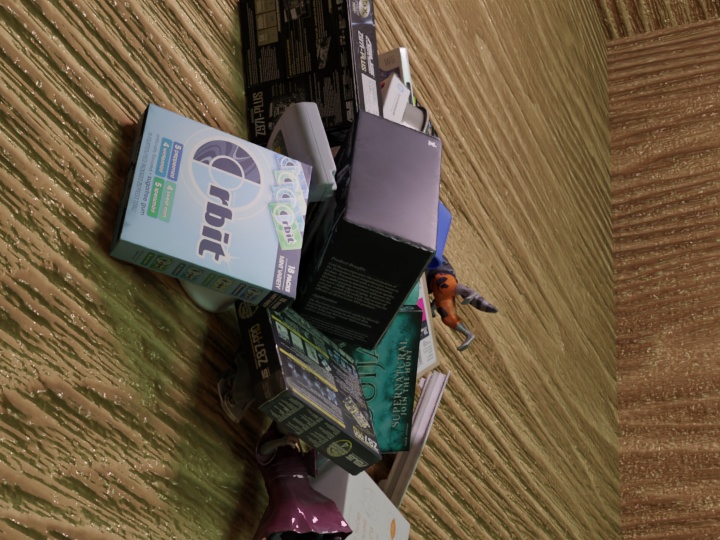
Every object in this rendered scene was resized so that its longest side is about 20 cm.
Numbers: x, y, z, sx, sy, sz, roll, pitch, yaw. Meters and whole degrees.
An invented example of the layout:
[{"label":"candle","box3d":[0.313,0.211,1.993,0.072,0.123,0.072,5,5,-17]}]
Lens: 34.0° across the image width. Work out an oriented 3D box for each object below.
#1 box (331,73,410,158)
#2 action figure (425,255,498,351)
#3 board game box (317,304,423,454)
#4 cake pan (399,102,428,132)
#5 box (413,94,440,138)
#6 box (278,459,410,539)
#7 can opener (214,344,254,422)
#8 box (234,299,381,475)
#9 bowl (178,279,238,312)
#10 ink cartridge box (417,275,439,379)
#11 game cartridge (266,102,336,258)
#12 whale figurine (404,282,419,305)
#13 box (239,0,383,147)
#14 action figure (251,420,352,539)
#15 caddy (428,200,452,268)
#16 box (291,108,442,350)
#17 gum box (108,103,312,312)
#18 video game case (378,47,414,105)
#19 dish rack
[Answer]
[{"label":"box","box3d":[-0.016,-0.168,1.630,0.041,0.155,0.201,43,39,-26]},{"label":"action figure","box3d":[0.140,0.042,1.960,0.194,0.104,0.201,55,-12,41]},{"label":"board game box","box3d":[0.009,0.146,1.563,0.028,0.133,0.203,-139,-130,-66]},{"label":"cake pan","box3d":[0.017,-0.167,1.691,0.037,0.200,0.202,39,40,-20]},{"label":"box","box3d":[0.081,-0.197,2.019,0.193,0.047,0.203,48,41,-50]},{"label":"box","box3d":[-0.026,0.353,1.494,0.201,0.105,0.154,56,33,-46]},{"label":"can opener","box3d":[-0.115,0.108,1.410,0.054,0.066,0.200,63,27,-17]},{"label":"box","box3d":[-0.059,0.128,1.371,0.200,0.049,0.162,42,20,-44]},{"label":"bowl","box3d":[-0.142,-0.055,1.377,0.201,0.089,0.204,-7,90,-68]},{"label":"ink cartridge box","box3d":[0.049,0.088,1.806,0.200,0.074,0.167,-22,104,-66]},{"label":"game cartridge","box3d":[-0.082,-0.105,1.435,0.201,0.040,0.135,120,-37,-54]},{"label":"whale figurine","box3d":[0.000,0.000,1.600,0.199,0.103,0.160,37,34,-29]},{"label":"box","box3d":[-0.064,-0.265,1.541,0.086,0.162,0.203,11,72,-65]},{"label":"action figure","box3d":[-0.086,0.256,1.405,0.133,0.149,0.201,30,28,-43]},{"label":"caddy","box3d":[0.053,-0.063,1.772,0.200,0.140,0.106,41,64,-57]},{"label":"box","box3d":[0.008,-0.049,1.452,0.202,0.122,0.197,-84,-162,-44]},{"label":"gum box","box3d":[-0.156,-0.066,1.264,0.198,0.045,0.172,19,58,-22]},{"label":"video game case","box3d":[0.035,-0.225,1.806,0.018,0.142,0.203,-7,89,-37]},{"label":"dish rack","box3d":[0.078,0.254,1.785,0.201,0.043,0.173,-60,170,-56]}]
